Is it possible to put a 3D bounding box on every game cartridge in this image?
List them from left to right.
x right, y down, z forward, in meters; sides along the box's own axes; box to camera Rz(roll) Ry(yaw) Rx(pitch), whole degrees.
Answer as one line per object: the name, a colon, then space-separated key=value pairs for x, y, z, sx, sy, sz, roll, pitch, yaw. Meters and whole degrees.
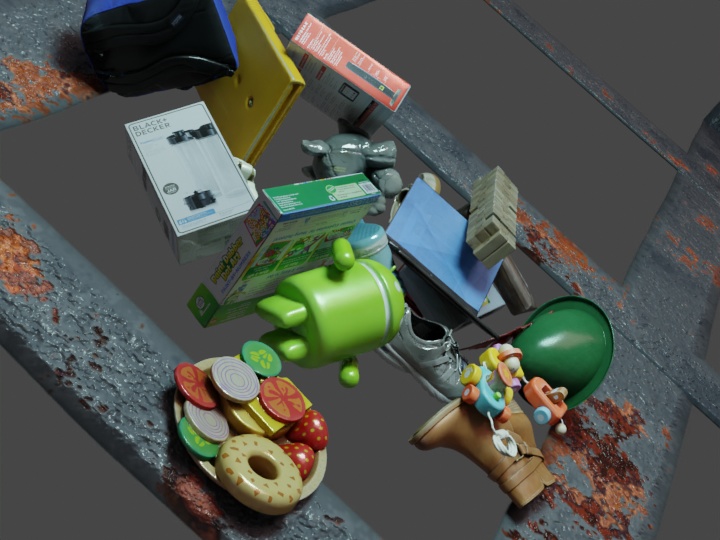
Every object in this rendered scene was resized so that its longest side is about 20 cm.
game cartridge: x=-0.167 y=-0.276 z=1.517 sx=0.032 sy=0.177 sz=0.201 roll=5 pitch=45 yaw=-41
game cartridge: x=0.138 y=0.022 z=1.573 sx=0.134 sy=0.040 sz=0.199 roll=53 pitch=31 yaw=12

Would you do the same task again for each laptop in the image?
laptop: x=0.134 y=-0.023 z=1.462 sx=0.187 sy=0.116 sz=0.200 roll=39 pitch=1 yaw=-13

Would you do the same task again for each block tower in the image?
block tower: x=0.200 y=-0.085 z=1.557 sx=0.054 sy=0.058 sz=0.201 roll=44 pitch=27 yaw=-17

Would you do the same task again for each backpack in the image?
backpack: x=-0.287 y=-0.341 z=1.463 sx=0.169 sy=0.197 sz=0.164 roll=-104 pitch=176 yaw=-52

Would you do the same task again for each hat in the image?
hat: x=0.232 y=0.103 z=1.448 sx=0.175 sy=0.201 sz=0.166 roll=27 pitch=15 yaw=-45

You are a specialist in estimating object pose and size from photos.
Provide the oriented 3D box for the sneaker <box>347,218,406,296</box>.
sneaker: x=0.000 y=0.000 z=1.441 sx=0.132 sy=0.079 sz=0.200 roll=67 pitch=-10 yaw=-15

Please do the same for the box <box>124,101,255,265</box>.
box: x=-0.217 y=-0.115 z=1.331 sx=0.115 sy=0.060 sz=0.201 roll=-19 pitch=58 yaw=-17

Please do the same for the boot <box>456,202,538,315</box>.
boot: x=0.215 y=-0.014 z=1.695 sx=0.201 sy=0.064 sz=0.186 roll=56 pitch=2 yaw=-3

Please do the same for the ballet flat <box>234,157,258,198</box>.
ballet flat: x=-0.164 y=-0.107 z=1.416 sx=0.070 sy=0.065 sz=0.202 roll=17 pitch=38 yaw=-33

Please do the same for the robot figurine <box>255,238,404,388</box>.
robot figurine: x=-0.030 y=0.052 z=1.285 sx=0.198 sy=0.178 sz=0.115 roll=-14 pitch=18 yaw=-35

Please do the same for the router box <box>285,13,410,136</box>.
router box: x=-0.032 y=-0.280 z=1.538 sx=0.178 sy=0.049 sz=0.200 roll=34 pitch=-11 yaw=-8

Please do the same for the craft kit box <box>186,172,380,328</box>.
craft kit box: x=-0.091 y=-0.026 z=1.267 sx=0.049 sy=0.198 sz=0.199 roll=46 pitch=32 yaw=19

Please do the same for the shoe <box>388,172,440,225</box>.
shoe: x=0.084 y=-0.109 z=1.670 sx=0.053 sy=0.070 sz=0.201 roll=40 pitch=33 yaw=-14

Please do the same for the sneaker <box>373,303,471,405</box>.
sneaker: x=0.107 y=0.116 z=1.396 sx=0.199 sy=0.082 sz=0.075 roll=31 pitch=32 yaw=-25

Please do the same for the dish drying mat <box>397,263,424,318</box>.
dish drying mat: x=0.103 y=0.005 z=1.598 sx=0.077 sy=0.018 sz=0.200 roll=44 pitch=30 yaw=0

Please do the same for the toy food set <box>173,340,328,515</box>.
toy food set: x=-0.119 y=0.168 z=1.136 sx=0.198 sy=0.049 sz=0.199 roll=45 pitch=33 yaw=9

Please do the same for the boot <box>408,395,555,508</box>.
boot: x=0.163 y=0.236 z=1.327 sx=0.198 sy=0.074 sz=0.156 roll=-16 pitch=71 yaw=-41

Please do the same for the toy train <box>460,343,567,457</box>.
toy train: x=0.211 y=0.159 z=1.348 sx=0.151 sy=0.056 sz=0.199 roll=52 pitch=29 yaw=12

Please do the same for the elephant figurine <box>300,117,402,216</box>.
elephant figurine: x=-0.020 y=-0.156 z=1.584 sx=0.140 sy=0.157 sz=0.200 roll=-16 pitch=19 yaw=-7
